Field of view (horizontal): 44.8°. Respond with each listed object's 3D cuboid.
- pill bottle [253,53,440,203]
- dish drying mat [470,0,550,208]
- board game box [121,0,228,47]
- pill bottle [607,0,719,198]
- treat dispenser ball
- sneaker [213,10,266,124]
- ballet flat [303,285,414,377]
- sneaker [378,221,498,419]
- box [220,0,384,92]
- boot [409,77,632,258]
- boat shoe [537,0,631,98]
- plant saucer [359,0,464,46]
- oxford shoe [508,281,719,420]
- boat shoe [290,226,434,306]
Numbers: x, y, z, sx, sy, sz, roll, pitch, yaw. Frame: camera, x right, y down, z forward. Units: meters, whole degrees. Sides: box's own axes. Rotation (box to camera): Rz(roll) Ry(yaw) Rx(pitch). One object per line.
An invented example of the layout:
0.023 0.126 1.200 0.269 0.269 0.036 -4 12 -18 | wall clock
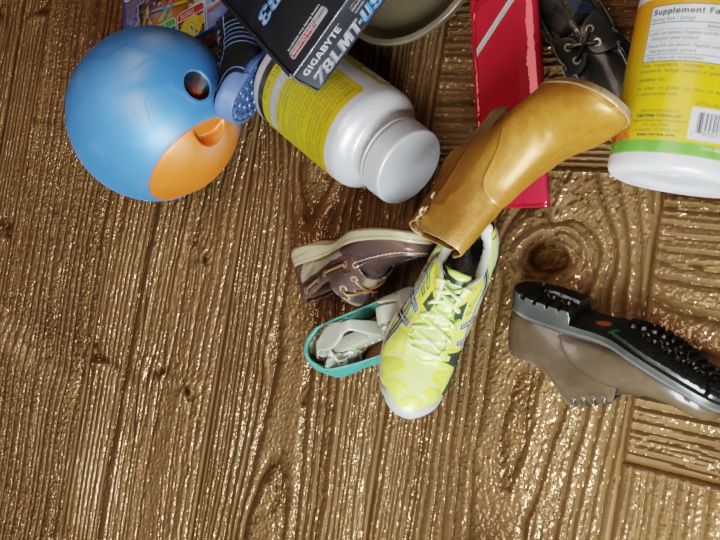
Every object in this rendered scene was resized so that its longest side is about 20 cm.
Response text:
-0.013 -0.155 0.898 0.200 0.111 0.112 42 108 34 | pill bottle
0.137 -0.158 0.811 0.077 0.018 0.201 1 97 43 | dish drying mat
-0.235 -0.346 1.142 0.199 0.034 0.136 -14 74 35 | board game box
0.268 -0.165 0.686 0.111 0.111 0.201 11 90 38 | pill bottle
-0.239 -0.181 1.016 0.200 0.200 0.202 -6 79 36 | treat dispenser ball
-0.133 -0.241 0.972 0.078 0.070 0.200 16 50 7 | sneaker
0.022 0.058 0.865 0.200 0.070 0.068 -27 67 31 | ballet flat
0.068 0.034 0.786 0.075 0.076 0.201 19 73 7 | sneaker
-0.046 -0.312 0.860 0.200 0.050 0.199 -51 53 19 | box
0.120 -0.074 0.710 0.144 0.071 0.201 -56 18 -11 | boot
0.197 -0.207 0.780 0.069 0.057 0.201 -36 63 27 | boat shoe
0.053 -0.333 0.927 0.199 0.029 0.201 -6 80 37 | plant saucer
0.211 0.081 0.729 0.200 0.072 0.085 26 116 39 | oxford shoe
0.000 0.000 0.882 0.200 0.072 0.072 -10 80 47 | boat shoe
